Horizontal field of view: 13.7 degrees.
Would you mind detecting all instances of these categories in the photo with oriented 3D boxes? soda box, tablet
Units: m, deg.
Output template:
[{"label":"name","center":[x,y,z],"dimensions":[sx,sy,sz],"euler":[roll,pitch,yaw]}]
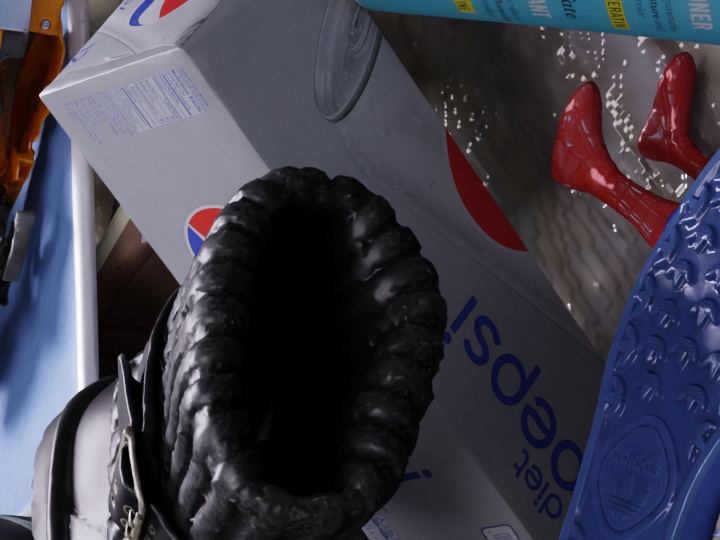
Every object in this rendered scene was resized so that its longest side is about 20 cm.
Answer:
[{"label":"soda box","center":[0.000,0.000,0.861],"dimensions":[0.063,0.068,0.200],"euler":[-13,120,44]},{"label":"tablet","center":[-0.113,-0.007,1.003],"dimensions":[0.130,0.014,0.201],"euler":[137,135,-54]}]

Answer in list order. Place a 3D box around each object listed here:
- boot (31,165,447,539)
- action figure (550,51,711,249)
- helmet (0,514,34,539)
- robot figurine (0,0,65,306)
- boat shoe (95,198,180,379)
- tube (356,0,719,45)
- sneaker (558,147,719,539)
[{"label":"boot","center":[-0.028,0.095,0.788],"dimensions":[0.158,0.079,0.212],"euler":[-41,57,53]},{"label":"action figure","center":[0.144,-0.013,0.782],"dimensions":[0.200,0.065,0.099],"euler":[41,133,31]},{"label":"helmet","center":[-0.107,0.173,0.922],"dimensions":[0.190,0.199,0.201],"euler":[-31,77,45]},{"label":"robot figurine","center":[-0.143,-0.051,0.996],"dimensions":[0.145,0.058,0.201],"euler":[-130,52,-61]},{"label":"boat shoe","center":[-0.043,-0.028,0.970],"dimensions":[0.075,0.074,0.203],"euler":[-84,14,-44]},{"label":"tube","center":[0.094,-0.088,0.795],"dimensions":[0.199,0.051,0.078],"euler":[6,133,23]},{"label":"sneaker","center":[0.102,0.055,0.750],"dimensions":[0.070,0.078,0.201],"euler":[31,101,57]}]
